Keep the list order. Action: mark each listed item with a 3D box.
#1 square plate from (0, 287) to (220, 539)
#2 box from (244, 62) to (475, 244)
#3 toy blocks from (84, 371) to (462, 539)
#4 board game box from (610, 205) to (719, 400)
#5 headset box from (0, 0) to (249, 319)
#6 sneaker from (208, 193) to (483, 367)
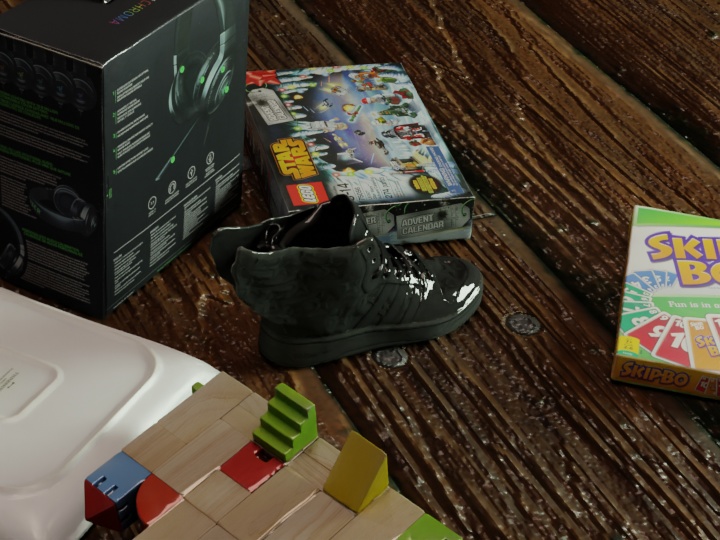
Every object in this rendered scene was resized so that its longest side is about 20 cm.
[{"bbox_3d":[-0.213,0.076,0.959,0.197,0.029,0.200,19,37,18],"label":"square plate"},{"bbox_3d":[-0.010,-0.088,1.211,0.136,0.040,0.200,-6,37,-14],"label":"box"},{"bbox_3d":[-0.066,0.142,0.844,0.200,0.100,0.137,32,54,32],"label":"toy blocks"},{"bbox_3d":[0.225,0.015,1.109,0.095,0.030,0.200,10,33,7],"label":"board game box"},{"bbox_3d":[-0.156,-0.103,1.074,0.092,0.201,0.174,20,38,20],"label":"headset box"},{"bbox_3d":[-0.001,-0.002,1.031,0.199,0.105,0.060,-16,39,-27],"label":"sneaker"}]
